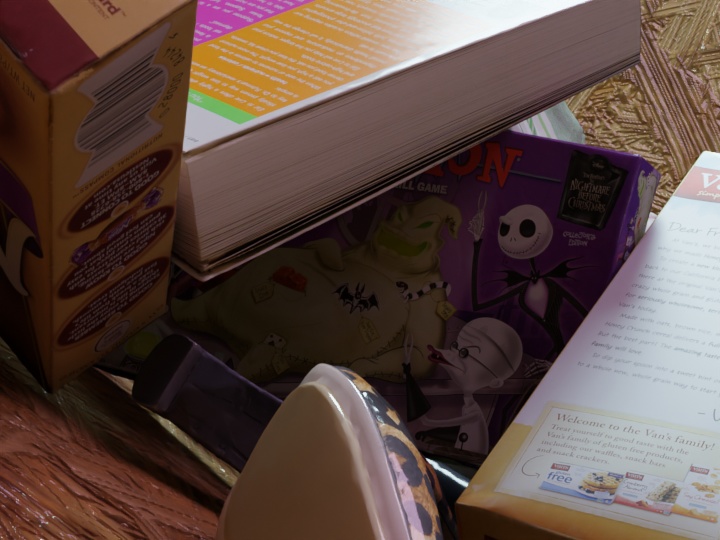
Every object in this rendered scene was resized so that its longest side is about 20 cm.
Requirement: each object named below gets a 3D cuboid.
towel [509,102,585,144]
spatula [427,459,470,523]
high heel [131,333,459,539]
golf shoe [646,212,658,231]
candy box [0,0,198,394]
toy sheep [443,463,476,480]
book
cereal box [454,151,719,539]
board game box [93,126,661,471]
[{"bbox_3d":[0.079,-0.062,1.002,0.200,0.023,0.153,-89,155,-56],"label":"towel"},{"bbox_3d":[-0.014,0.054,0.842,0.200,0.057,0.021,31,-21,37],"label":"spatula"},{"bbox_3d":[0.017,0.089,0.689,0.142,0.072,0.200,37,-1,-28],"label":"high heel"},{"bbox_3d":[0.151,0.025,0.907,0.200,0.092,0.073,48,17,-52],"label":"golf shoe"},{"bbox_3d":[-0.109,-0.055,0.673,0.117,0.056,0.200,48,-21,16],"label":"candy box"},{"bbox_3d":[0.047,0.061,0.900,0.199,0.138,0.138,24,-2,23],"label":"toy sheep"},{"bbox_3d":[-0.016,-0.077,0.797,0.133,0.199,0.048,30,-44,45],"label":"book"},{"bbox_3d":[0.139,0.041,0.716,0.143,0.200,0.040,14,-47,28],"label":"cereal box"},{"bbox_3d":[0.000,0.000,0.808,0.199,0.121,0.032,12,-11,27],"label":"board game box"}]
